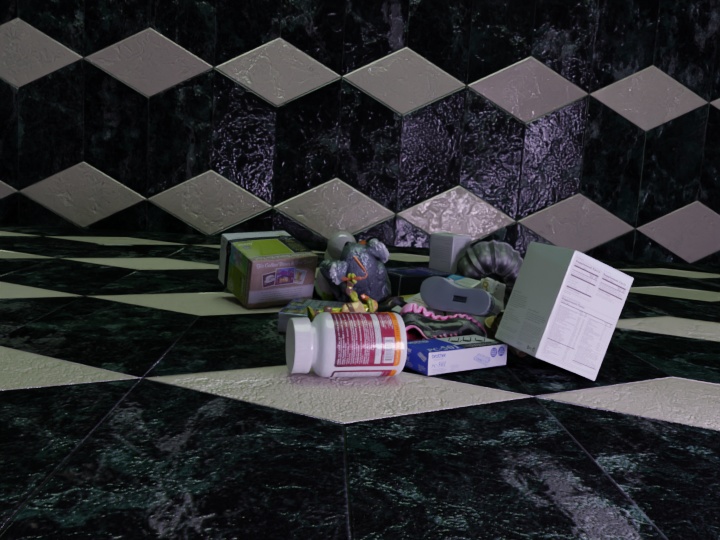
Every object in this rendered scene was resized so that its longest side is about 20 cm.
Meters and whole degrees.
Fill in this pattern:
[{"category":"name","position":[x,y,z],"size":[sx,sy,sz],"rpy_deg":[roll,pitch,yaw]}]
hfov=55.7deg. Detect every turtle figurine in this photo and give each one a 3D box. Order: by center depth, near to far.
[{"category":"turtle figurine","position":[-0.029,0.082,1.416],"size":[0.158,0.204,0.064],"rpy_deg":[-17,-12,-18]}]

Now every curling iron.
[{"category":"curling iron","position":[0.159,0.104,1.501],"size":[0.196,0.026,0.050],"rpy_deg":[22,48,-5]}]

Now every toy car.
[{"category":"toy car","position":[-0.038,0.002,1.860],"size":[0.147,0.204,0.175],"rpy_deg":[19,-13,-3]}]

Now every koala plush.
[{"category":"koala plush","position":[0.000,0.000,1.654],"size":[0.174,0.187,0.201],"rpy_deg":[-23,-21,-8]}]

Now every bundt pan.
[{"category":"bundt pan","position":[0.350,0.028,1.810],"size":[0.196,0.207,0.076],"rpy_deg":[4,21,2]}]

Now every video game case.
[{"category":"video game case","position":[-0.082,0.107,1.550],"size":[0.176,0.047,0.200],"rpy_deg":[6,8,5]}]

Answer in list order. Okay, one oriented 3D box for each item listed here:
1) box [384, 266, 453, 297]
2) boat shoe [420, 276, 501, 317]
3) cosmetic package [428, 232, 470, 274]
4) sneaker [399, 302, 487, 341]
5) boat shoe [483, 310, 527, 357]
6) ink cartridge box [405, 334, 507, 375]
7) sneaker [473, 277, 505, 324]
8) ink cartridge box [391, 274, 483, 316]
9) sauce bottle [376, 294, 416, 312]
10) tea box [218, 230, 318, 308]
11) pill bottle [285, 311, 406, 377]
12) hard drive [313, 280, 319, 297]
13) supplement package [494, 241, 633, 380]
[{"category":"box","position":[0.138,0.054,1.825],"size":[0.196,0.107,0.147],"rpy_deg":[-1,9,-35]},{"category":"boat shoe","position":[0.223,0.062,1.480],"size":[0.085,0.076,0.199],"rpy_deg":[21,-9,-43]},{"category":"cosmetic package","position":[0.245,0.000,1.904],"size":[0.073,0.206,0.101],"rpy_deg":[-2,10,-34]},{"category":"sneaker","position":[0.165,0.136,1.428],"size":[0.195,0.081,0.096],"rpy_deg":[10,36,19]},{"category":"boat shoe","position":[0.313,0.117,1.464],"size":[0.071,0.077,0.200],"rpy_deg":[-34,15,-9]},{"category":"ink cartridge box","position":[0.176,0.158,1.295],"size":[0.196,0.045,0.093],"rpy_deg":[-2,8,-34]},{"category":"sneaker","position":[0.297,0.075,1.704],"size":[0.073,0.119,0.198],"rpy_deg":[12,12,40]},{"category":"ink cartridge box","position":[0.184,0.087,1.598],"size":[0.197,0.069,0.115],"rpy_deg":[-26,20,-24]},{"category":"sauce bottle","position":[0.100,0.095,1.666],"size":[0.197,0.068,0.065],"rpy_deg":[-6,12,-41]},{"category":"tea box","position":[-0.248,-0.008,1.808],"size":[0.196,0.137,0.196],"rpy_deg":[-5,25,-35]},{"category":"pill bottle","position":[-0.026,0.128,1.177],"size":[0.195,0.113,0.109],"rpy_deg":[2,8,-17]},{"category":"hard drive","position":[-0.215,0.048,1.965],"size":[0.195,0.039,0.139],"rpy_deg":[0,8,-20]},{"category":"supplement package","position":[0.383,0.073,1.294],"size":[0.148,0.204,0.151],"rpy_deg":[21,1,-20]}]
